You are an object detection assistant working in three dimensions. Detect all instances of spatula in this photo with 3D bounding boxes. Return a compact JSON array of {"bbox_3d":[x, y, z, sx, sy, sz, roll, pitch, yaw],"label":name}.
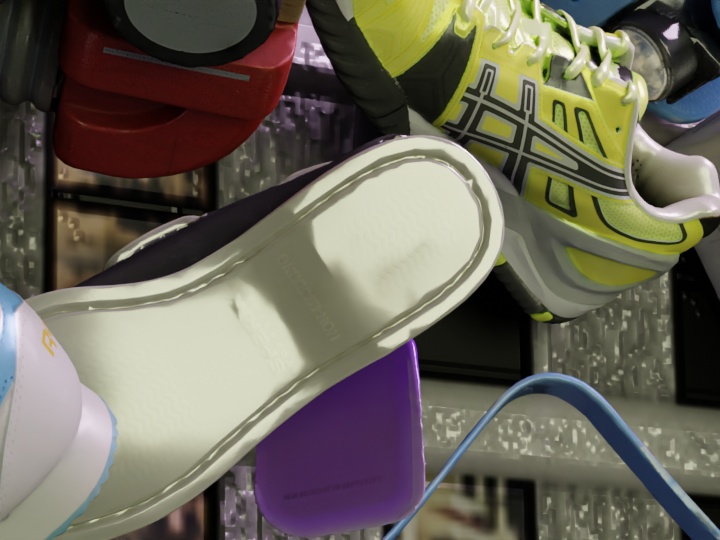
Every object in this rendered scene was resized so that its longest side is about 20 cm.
[{"bbox_3d":[0.000,0.000,0.929,0.201,0.056,0.021,-82,150,-44],"label":"spatula"}]

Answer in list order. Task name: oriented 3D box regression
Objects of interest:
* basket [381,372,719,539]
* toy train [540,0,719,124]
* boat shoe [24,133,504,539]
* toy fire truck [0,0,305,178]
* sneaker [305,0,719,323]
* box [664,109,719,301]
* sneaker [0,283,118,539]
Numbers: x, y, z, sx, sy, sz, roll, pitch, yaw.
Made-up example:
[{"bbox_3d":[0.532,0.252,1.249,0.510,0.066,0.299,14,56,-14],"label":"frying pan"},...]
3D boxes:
[{"bbox_3d":[0.054,0.153,0.881,0.176,0.139,0.200,43,66,6],"label":"basket"},{"bbox_3d":[0.143,-0.137,1.054,0.200,0.087,0.115,-36,93,-33],"label":"toy train"},{"bbox_3d":[-0.052,0.021,0.860,0.199,0.060,0.074,-33,95,-9],"label":"boat shoe"},{"bbox_3d":[-0.112,-0.056,0.817,0.175,0.200,0.129,11,52,-7],"label":"toy fire truck"},{"bbox_3d":[0.047,-0.067,0.945,0.200,0.076,0.076,47,30,-40],"label":"sneaker"},{"bbox_3d":[0.257,-0.023,1.030,0.200,0.199,0.172,-29,96,-34],"label":"box"},{"bbox_3d":[-0.155,0.080,0.757,0.200,0.076,0.081,-50,129,-20],"label":"sneaker"}]
